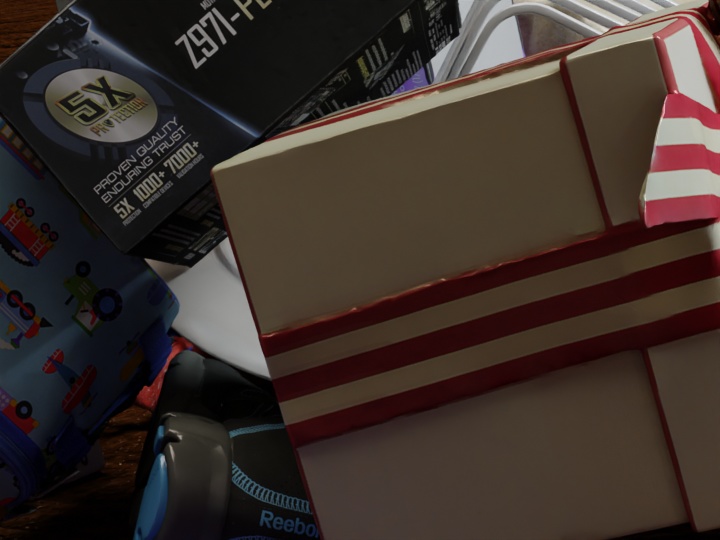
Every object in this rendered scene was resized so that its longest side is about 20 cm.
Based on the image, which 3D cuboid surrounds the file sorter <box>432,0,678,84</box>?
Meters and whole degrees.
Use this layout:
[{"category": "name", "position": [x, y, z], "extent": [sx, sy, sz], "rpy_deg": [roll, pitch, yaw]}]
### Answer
[{"category": "file sorter", "position": [0.096, -0.062, 1.083], "extent": [0.139, 0.125, 0.200], "rpy_deg": [26, 16, -3]}]

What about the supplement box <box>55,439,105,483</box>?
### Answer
[{"category": "supplement box", "position": [-0.234, 0.080, 1.091], "extent": [0.200, 0.074, 0.126], "rpy_deg": [-20, 15, -22]}]

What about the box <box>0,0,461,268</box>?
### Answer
[{"category": "box", "position": [-0.047, -0.086, 0.953], "extent": [0.164, 0.086, 0.200], "rpy_deg": [-41, -3, 2]}]

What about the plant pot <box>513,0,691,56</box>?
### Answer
[{"category": "plant pot", "position": [0.146, -0.131, 1.339], "extent": [0.200, 0.201, 0.183], "rpy_deg": [-3, 28, 38]}]

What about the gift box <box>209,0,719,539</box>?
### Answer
[{"category": "gift box", "position": [0.074, 0.013, 0.835], "extent": [0.187, 0.185, 0.200], "rpy_deg": [-15, 11, 17]}]

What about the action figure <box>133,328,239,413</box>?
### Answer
[{"category": "action figure", "position": [-0.044, 0.009, 1.138], "extent": [0.200, 0.099, 0.065], "rpy_deg": [-19, 14, -6]}]

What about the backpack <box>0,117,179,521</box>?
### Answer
[{"category": "backpack", "position": [-0.197, 0.040, 0.946], "extent": [0.200, 0.183, 0.134], "rpy_deg": [-47, 20, -26]}]

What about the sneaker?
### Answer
[{"category": "sneaker", "position": [-0.047, 0.083, 0.941], "extent": [0.082, 0.073, 0.200], "rpy_deg": [13, 8, -7]}]

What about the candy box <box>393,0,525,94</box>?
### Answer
[{"category": "candy box", "position": [0.003, -0.087, 1.304], "extent": [0.072, 0.168, 0.200], "rpy_deg": [-24, 16, -36]}]

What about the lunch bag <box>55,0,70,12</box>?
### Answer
[{"category": "lunch bag", "position": [-0.083, -0.127, 1.188], "extent": [0.127, 0.170, 0.200], "rpy_deg": [-10, 10, 8]}]

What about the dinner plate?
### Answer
[{"category": "dinner plate", "position": [0.000, 0.000, 1.080], "extent": [0.200, 0.024, 0.200], "rpy_deg": [7, 26, -4]}]
